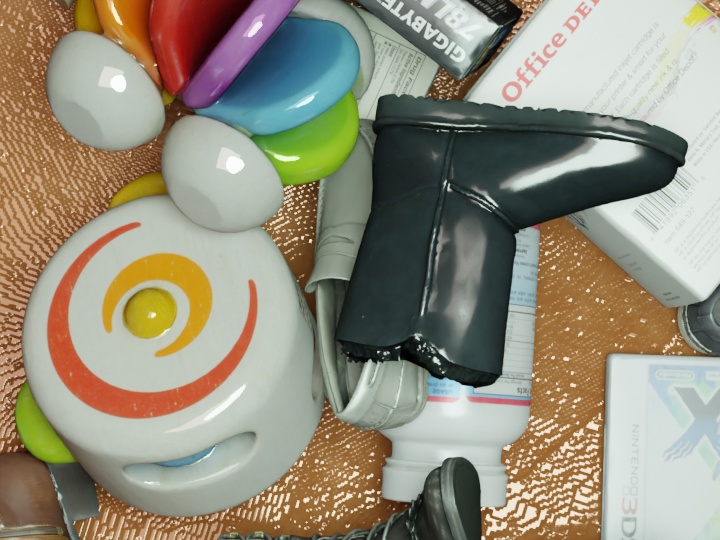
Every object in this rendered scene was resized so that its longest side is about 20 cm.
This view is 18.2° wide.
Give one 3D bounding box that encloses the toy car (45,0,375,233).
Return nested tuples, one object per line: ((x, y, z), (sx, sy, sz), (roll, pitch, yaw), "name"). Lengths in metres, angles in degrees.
((-0.082, -0.139, 1.371), (0.199, 0.150, 0.175), (35, 59, 3), "toy car")

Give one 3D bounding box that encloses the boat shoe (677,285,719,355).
((0.316, 0.024, 1.506), (0.198, 0.063, 0.073), (-6, 84, -4), "boat shoe")

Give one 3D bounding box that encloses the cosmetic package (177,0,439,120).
((-0.053, -0.140, 1.503), (0.199, 0.073, 0.104), (26, 87, 0), "cosmetic package")

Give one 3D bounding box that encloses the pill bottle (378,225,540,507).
((0.061, 0.052, 1.476), (0.108, 0.109, 0.202), (4, 87, -1), "pill bottle")

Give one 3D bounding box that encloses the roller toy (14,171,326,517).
((-0.117, 0.050, 1.430), (0.182, 0.140, 0.201), (26, 71, 23), "roller toy")

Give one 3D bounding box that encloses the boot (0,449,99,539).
((-0.250, 0.213, 1.430), (0.199, 0.068, 0.190), (-8, 86, -36), "boot")

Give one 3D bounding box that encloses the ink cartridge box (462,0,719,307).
((0.184, -0.096, 1.469), (0.200, 0.145, 0.147), (41, 87, 1), "ink cartridge box")

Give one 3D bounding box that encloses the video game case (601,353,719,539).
((0.263, 0.151, 1.519), (0.198, 0.022, 0.184), (2, 87, -2), "video game case")

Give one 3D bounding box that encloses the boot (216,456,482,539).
((-0.010, 0.184, 1.424), (0.173, 0.201, 0.070), (1, 54, 3), "boot")

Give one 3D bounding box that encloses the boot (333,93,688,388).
((0.090, -0.012, 1.351), (0.198, 0.076, 0.170), (6, 83, 8), "boot")

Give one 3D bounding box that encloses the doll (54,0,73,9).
((-0.152, -0.268, 1.506), (0.200, 0.049, 0.136), (-44, 54, -13), "doll")

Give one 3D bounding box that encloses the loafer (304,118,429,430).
((0.000, 0.000, 1.416), (0.070, 0.070, 0.202), (-18, 74, 39), "loafer")

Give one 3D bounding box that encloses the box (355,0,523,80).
((0.010, -0.206, 1.444), (0.198, 0.200, 0.050), (37, 102, 1), "box")
